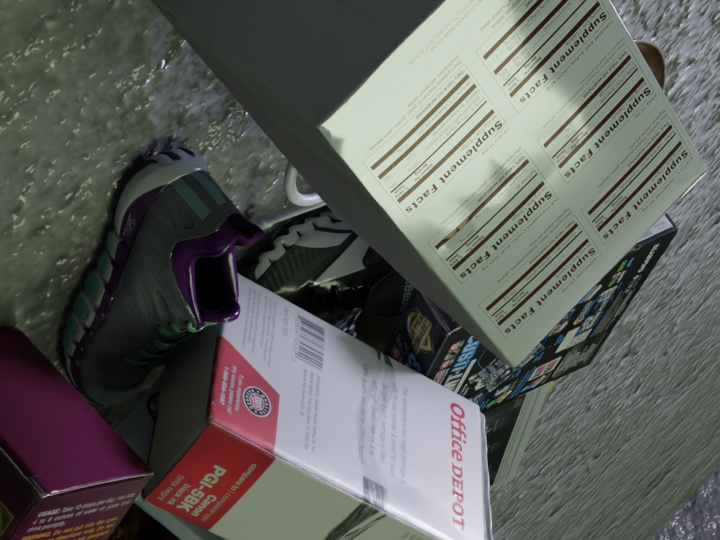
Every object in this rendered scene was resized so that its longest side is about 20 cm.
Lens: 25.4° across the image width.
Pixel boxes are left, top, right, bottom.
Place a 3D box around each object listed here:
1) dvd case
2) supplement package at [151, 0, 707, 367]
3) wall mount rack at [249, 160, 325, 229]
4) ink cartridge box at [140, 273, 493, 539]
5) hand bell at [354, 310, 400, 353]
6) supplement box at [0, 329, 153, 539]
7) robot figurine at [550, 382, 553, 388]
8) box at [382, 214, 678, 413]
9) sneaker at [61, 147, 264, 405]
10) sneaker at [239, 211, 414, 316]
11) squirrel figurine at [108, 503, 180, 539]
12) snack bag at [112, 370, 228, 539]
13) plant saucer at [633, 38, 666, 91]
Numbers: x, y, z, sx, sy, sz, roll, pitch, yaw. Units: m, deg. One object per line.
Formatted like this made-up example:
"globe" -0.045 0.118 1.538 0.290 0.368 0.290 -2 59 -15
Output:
"dvd case" 0.050 0.152 1.265 0.200 0.025 0.150 -19 147 -24
"supplement package" 0.032 -0.097 0.798 0.147 0.191 0.200 -44 133 -3
"wall mount rack" 0.005 -0.093 0.998 0.200 0.075 0.174 -31 149 -33
"ink cartridge box" -0.024 0.112 0.992 0.083 0.200 0.147 -49 -158 30
"hand bell" -0.009 0.078 1.256 0.200 0.104 0.104 -42 160 20
"supplement box" -0.234 0.149 0.898 0.200 0.131 0.103 -53 158 17
"robot figurine" 0.088 0.085 1.364 0.200 0.116 0.176 -24 163 -40
"box" 0.106 0.040 1.130 0.198 0.050 0.200 -21 155 -24
"sneaker" -0.119 0.027 0.950 0.074 0.088 0.200 -24 148 -42
"sneaker" 0.000 0.000 1.108 0.200 0.090 0.067 -31 152 -33
"squirrel figurine" -0.127 0.194 1.067 0.187 0.200 0.142 -178 -72 -89
"snack bag" -0.064 0.135 1.022 0.021 0.188 0.200 -49 -178 31
"plant saucer" 0.131 -0.078 1.089 0.200 0.032 0.200 -37 151 -25
